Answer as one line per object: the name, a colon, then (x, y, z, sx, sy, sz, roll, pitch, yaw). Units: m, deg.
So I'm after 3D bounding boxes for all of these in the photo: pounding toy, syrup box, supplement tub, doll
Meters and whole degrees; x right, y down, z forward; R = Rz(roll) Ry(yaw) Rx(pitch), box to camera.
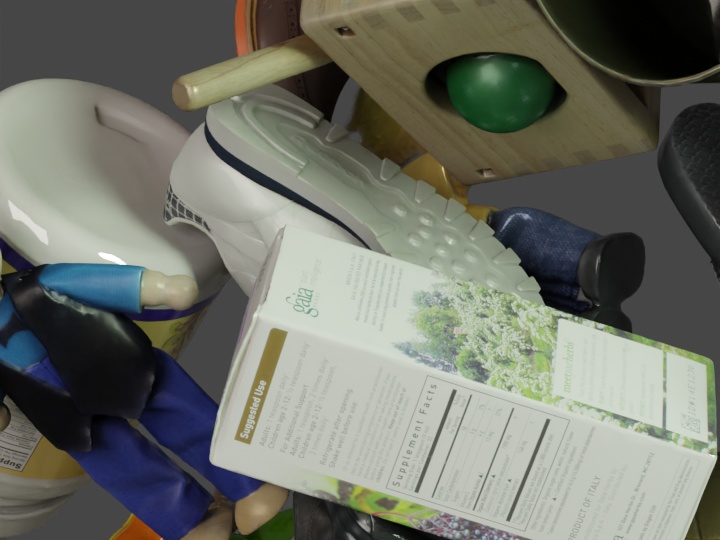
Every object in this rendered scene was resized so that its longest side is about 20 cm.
pounding toy: (0.034, -0.130, 1.113, 0.142, 0.184, 0.200, -10, 60, 29)
syrup box: (0.044, 0.059, 1.055, 0.200, 0.079, 0.082, 17, 119, -3)
supplement tub: (-0.160, 0.021, 1.239, 0.145, 0.145, 0.200, 51, 127, 24)
doll: (-0.120, 0.046, 1.133, 0.200, 0.048, 0.136, 43, 120, -16)

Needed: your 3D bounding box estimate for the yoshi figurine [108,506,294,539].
yoshi figurine: (-0.031, 0.186, 1.198, 0.200, 0.112, 0.112, 15, 108, 27)

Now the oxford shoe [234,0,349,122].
oxford shoe: (-0.019, -0.125, 1.222, 0.072, 0.071, 0.200, -4, 66, 10)

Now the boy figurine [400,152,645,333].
boy figurine: (0.036, -0.005, 1.200, 0.200, 0.064, 0.125, 13, 94, 28)

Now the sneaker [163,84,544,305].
sneaker: (0.000, 0.000, 1.141, 0.200, 0.076, 0.081, 39, 122, 11)

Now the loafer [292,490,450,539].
loafer: (-0.006, 0.097, 1.150, 0.073, 0.200, 0.072, 35, 107, -11)

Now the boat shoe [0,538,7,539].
boat shoe: (-0.164, 0.235, 1.286, 0.066, 0.074, 0.201, -7, 82, 16)

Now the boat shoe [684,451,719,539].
boat shoe: (0.128, 0.127, 1.134, 0.200, 0.073, 0.065, -3, 122, 17)

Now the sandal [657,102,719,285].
sandal: (0.190, 0.011, 1.109, 0.200, 0.076, 0.043, 59, 138, 22)

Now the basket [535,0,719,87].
basket: (0.166, -0.149, 1.062, 0.136, 0.200, 0.181, -6, 80, 29)
